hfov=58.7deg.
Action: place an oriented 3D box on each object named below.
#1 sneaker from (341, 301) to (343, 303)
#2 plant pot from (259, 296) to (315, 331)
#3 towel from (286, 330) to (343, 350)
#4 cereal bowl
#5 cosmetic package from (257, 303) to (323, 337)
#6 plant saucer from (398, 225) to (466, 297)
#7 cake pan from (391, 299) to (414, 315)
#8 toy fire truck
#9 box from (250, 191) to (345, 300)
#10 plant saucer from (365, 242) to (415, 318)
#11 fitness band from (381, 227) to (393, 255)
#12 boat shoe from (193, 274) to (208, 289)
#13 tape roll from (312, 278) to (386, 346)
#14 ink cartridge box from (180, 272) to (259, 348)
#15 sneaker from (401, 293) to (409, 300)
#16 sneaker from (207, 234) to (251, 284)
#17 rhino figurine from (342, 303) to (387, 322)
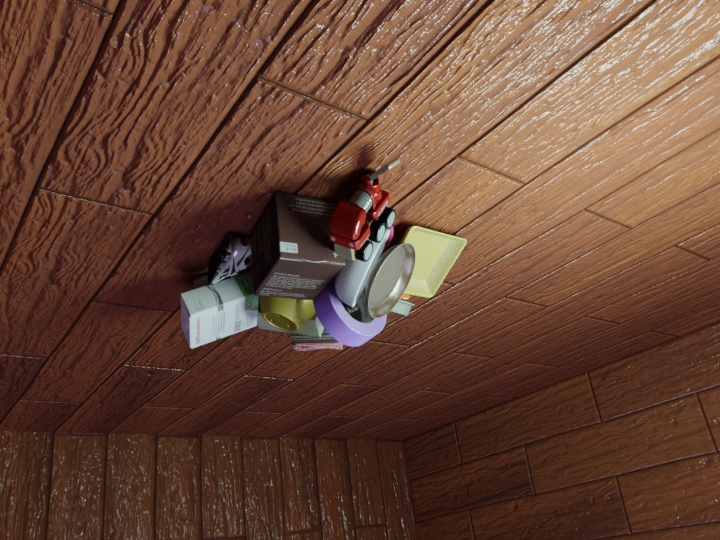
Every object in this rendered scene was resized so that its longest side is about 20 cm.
[{"bbox_3d":[-0.041,0.111,1.914,0.194,0.078,0.086,-12,-166,-16],"label":"sneaker"},{"bbox_3d":[-0.187,0.072,1.681,0.194,0.145,0.202,15,152,8],"label":"plant pot"},{"bbox_3d":[-0.136,0.188,1.818,0.139,0.024,0.200,1,-170,-15],"label":"towel"},{"bbox_3d":[-0.008,-0.023,1.516,0.082,0.203,0.201,27,153,5],"label":"cereal bowl"},{"bbox_3d":[-0.193,0.117,1.815,0.194,0.105,0.074,4,135,19],"label":"cosmetic package"},{"bbox_3d":[0.157,-0.031,1.698,0.195,0.049,0.203,10,123,-34],"label":"plant saucer"},{"bbox_3d":[0.055,0.087,1.796,0.194,0.038,0.200,16,177,1],"label":"cake pan"},{"bbox_3d":[0.013,-0.143,1.360,0.126,0.177,0.204,18,139,23],"label":"toy fire truck"},{"bbox_3d":[-0.151,-0.050,1.492,0.161,0.169,0.200,6,151,-27],"label":"box"},{"bbox_3d":[0.070,0.020,1.588,0.032,0.203,0.201,29,170,26],"label":"plant saucer"},{"bbox_3d":[0.003,-0.072,1.615,0.140,0.038,0.201,8,139,-24],"label":"fitness band"},{"bbox_3d":[-0.423,0.078,1.791,0.066,0.074,0.201,-4,155,-2],"label":"boat shoe"},{"bbox_3d":[-0.026,0.085,1.616,0.196,0.205,0.065,15,141,-40],"label":"tape roll"},{"bbox_3d":[-0.377,0.106,1.713,0.195,0.085,0.148,-18,145,-28],"label":"ink cartridge box"},{"bbox_3d":[0.127,0.034,1.806,0.071,0.080,0.199,17,-162,21],"label":"sneaker"},{"bbox_3d":[-0.328,-0.015,1.620,0.086,0.076,0.199,11,149,-31],"label":"sneaker"},{"bbox_3d":[-0.009,0.123,1.796,0.196,0.062,0.086,16,-164,35],"label":"rhino figurine"}]
